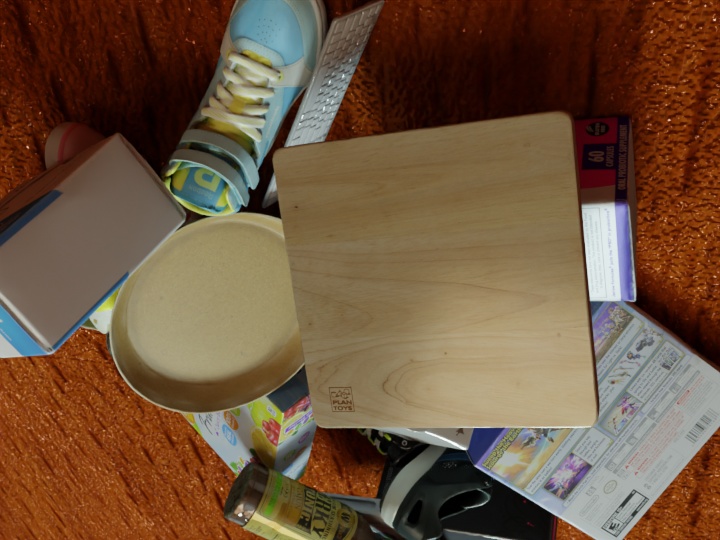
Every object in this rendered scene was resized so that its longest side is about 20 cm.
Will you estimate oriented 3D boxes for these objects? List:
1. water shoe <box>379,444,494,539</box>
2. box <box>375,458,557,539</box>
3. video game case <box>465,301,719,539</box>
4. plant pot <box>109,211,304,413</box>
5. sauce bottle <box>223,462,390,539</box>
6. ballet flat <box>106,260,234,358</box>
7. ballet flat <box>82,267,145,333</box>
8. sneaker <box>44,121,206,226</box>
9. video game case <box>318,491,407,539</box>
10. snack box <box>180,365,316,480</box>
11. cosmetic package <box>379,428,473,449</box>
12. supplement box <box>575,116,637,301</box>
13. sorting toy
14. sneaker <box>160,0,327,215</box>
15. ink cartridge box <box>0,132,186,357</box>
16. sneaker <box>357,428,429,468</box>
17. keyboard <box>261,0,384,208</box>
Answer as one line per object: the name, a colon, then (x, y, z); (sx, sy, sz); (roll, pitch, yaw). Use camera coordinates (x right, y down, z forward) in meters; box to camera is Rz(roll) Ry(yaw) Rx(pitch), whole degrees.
water shoe: (0.106, 0.200, 0.861); (0.079, 0.200, 0.072); (35, 148, 26)
box: (0.126, 0.274, 0.988); (0.198, 0.123, 0.107); (3, 136, 16)
video game case: (0.225, 0.136, 0.792); (0.180, 0.045, 0.201); (33, 101, -19)
plant pot: (-0.120, 0.036, 0.745); (0.198, 0.028, 0.202); (-14, 124, -21)
sauce bottle: (-0.039, 0.262, 0.870); (0.199, 0.065, 0.065); (28, 138, -14)
ballet flat: (-0.179, 0.050, 0.802); (0.072, 0.072, 0.200); (38, 139, -22)
ballet flat: (-0.240, 0.023, 0.785); (0.199, 0.066, 0.068); (0, 107, 52)
sneaker: (-0.191, -0.058, 0.776); (0.104, 0.076, 0.201); (-2, 140, 22)
video game case: (0.017, 0.319, 0.969); (0.180, 0.024, 0.201); (-3, 132, 32)
snack box: (-0.124, 0.132, 0.910); (0.168, 0.067, 0.201); (42, 143, 21)
cosmetic package: (0.034, 0.112, 0.811); (0.112, 0.082, 0.200); (21, 167, -9)
supplement box: (0.110, -0.044, 0.668); (0.198, 0.102, 0.104); (-2, 135, 20)
sorting toy: (0.056, 0.001, 0.589); (0.198, 0.070, 0.201); (-4, 102, 21)
sneaker: (-0.088, -0.117, 0.635); (0.079, 0.131, 0.201); (24, 138, -4)
ink cartridge box: (-0.248, -0.011, 0.652); (0.199, 0.147, 0.086); (-8, 126, 47)
sneaker: (0.036, 0.170, 0.937); (0.198, 0.083, 0.072); (15, 138, 3)
keyboard: (-0.034, -0.124, 0.668); (0.011, 0.056, 0.201); (39, 138, 9)
